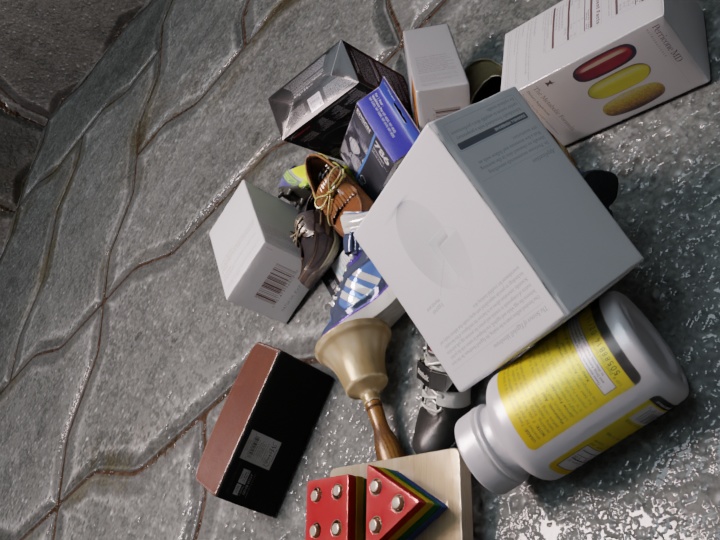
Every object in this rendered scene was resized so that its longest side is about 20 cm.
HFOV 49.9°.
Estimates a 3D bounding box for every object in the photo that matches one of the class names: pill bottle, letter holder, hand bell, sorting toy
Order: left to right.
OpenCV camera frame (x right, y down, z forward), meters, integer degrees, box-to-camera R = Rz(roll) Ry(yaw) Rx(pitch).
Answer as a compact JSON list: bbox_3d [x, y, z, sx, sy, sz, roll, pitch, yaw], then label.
[{"bbox_3d":[-0.148,0.210,1.076,0.141,0.100,0.203,9,72,56],"label":"letter holder"},{"bbox_3d":[0.017,0.170,0.926,0.104,0.103,0.202,-39,50,26],"label":"hand bell"},{"bbox_3d":[0.019,0.295,0.797,0.197,0.069,0.204,-22,57,41],"label":"sorting toy"},{"bbox_3d":[0.185,0.120,0.707,0.199,0.111,0.112,-41,38,23],"label":"pill bottle"}]

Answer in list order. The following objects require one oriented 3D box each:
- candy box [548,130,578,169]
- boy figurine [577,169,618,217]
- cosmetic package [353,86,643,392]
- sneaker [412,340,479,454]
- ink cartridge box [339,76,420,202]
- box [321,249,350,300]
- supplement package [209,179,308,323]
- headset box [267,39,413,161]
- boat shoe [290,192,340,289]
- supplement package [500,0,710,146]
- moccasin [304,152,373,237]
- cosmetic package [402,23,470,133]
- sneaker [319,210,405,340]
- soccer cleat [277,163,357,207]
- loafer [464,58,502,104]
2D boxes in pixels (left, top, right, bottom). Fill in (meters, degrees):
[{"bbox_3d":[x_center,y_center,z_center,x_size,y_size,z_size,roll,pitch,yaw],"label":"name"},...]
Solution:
[{"bbox_3d":[0.170,-0.056,0.907,0.199,0.055,0.117,-40,41,25],"label":"candy box"},{"bbox_3d":[0.171,-0.074,0.819,0.199,0.063,0.127,17,107,54],"label":"boy figurine"},{"bbox_3d":[0.122,-0.023,0.744,0.202,0.122,0.200,57,149,11],"label":"cosmetic package"},{"bbox_3d":[0.091,0.108,0.859,0.074,0.088,0.203,12,76,53],"label":"sneaker"},{"bbox_3d":[0.023,-0.173,1.070,0.039,0.100,0.200,-28,-10,-18],"label":"ink cartridge box"},{"bbox_3d":[0.032,-0.033,1.071,0.201,0.049,0.083,-51,34,12],"label":"box"},{"bbox_3d":[-0.156,-0.033,1.245,0.118,0.116,0.201,-53,34,19],"label":"supplement package"},{"bbox_3d":[-0.016,-0.241,1.151,0.147,0.199,0.076,-31,70,27],"label":"headset box"},{"bbox_3d":[-0.072,-0.048,1.151,0.075,0.072,0.201,-54,13,32],"label":"boat shoe"},{"bbox_3d":[0.270,-0.242,0.869,0.198,0.113,0.111,-22,47,42],"label":"supplement package"},{"bbox_3d":[-0.034,-0.112,1.108,0.074,0.077,0.203,-46,38,19],"label":"moccasin"},{"bbox_3d":[0.103,-0.248,1.057,0.070,0.103,0.202,-7,37,3],"label":"cosmetic package"},{"bbox_3d":[0.000,0.000,1.006,0.200,0.080,0.148,-41,63,29],"label":"sneaker"},{"bbox_3d":[-0.068,-0.159,1.283,0.198,0.064,0.085,-4,59,51],"label":"soccer cleat"},{"bbox_3d":[0.178,-0.232,1.021,0.076,0.067,0.201,-46,36,17],"label":"loafer"}]
